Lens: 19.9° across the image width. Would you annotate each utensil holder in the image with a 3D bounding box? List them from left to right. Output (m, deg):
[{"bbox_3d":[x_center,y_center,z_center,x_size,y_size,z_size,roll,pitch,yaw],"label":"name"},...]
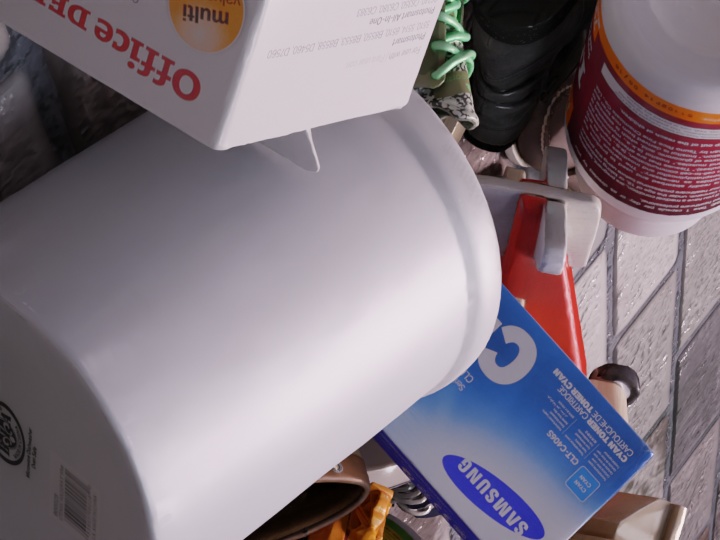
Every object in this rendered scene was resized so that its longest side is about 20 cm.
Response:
[{"bbox_3d":[-0.069,0.020,0.820,0.200,0.169,0.171,-35,147,-38],"label":"utensil holder"}]

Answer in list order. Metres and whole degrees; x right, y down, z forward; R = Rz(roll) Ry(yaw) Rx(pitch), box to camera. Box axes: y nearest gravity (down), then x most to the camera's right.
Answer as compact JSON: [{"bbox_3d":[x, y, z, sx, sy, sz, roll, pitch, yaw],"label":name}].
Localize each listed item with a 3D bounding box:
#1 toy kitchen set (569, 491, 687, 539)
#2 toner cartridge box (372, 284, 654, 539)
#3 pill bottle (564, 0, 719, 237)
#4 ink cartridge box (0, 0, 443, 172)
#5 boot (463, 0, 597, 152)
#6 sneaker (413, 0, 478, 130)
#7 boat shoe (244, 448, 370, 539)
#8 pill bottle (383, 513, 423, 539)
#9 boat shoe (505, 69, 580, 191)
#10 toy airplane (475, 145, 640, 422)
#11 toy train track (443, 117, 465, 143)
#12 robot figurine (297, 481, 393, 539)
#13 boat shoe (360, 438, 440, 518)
[{"bbox_3d":[0.075,0.175,1.126,0.180,0.200,0.164,26,78,-24],"label":"toy kitchen set"},{"bbox_3d":[0.042,0.049,1.007,0.095,0.200,0.043,-42,175,-11],"label":"toner cartridge box"},{"bbox_3d":[0.168,-0.095,1.082,0.113,0.113,0.200,-50,168,-20],"label":"pill bottle"},{"bbox_3d":[-0.040,-0.142,0.725,0.125,0.128,0.201,-19,134,-55],"label":"ink cartridge box"},{"bbox_3d":[0.119,-0.164,1.117,0.200,0.068,0.131,-46,163,-21],"label":"boot"},{"bbox_3d":[0.030,-0.102,0.959,0.077,0.088,0.201,4,114,-64],"label":"sneaker"},{"bbox_3d":[-0.084,0.118,0.967,0.199,0.072,0.076,-26,144,-17],"label":"boat shoe"},{"bbox_3d":[-0.042,0.206,1.153,0.199,0.111,0.112,-11,128,-59],"label":"pill bottle"},{"bbox_3d":[0.141,-0.076,1.245,0.072,0.059,0.200,-59,157,0],"label":"boat shoe"},{"bbox_3d":[0.075,0.030,1.135,0.200,0.140,0.201,25,60,-76],"label":"toy airplane"},{"bbox_3d":[0.000,0.000,1.087,0.201,0.032,0.115,-63,166,0],"label":"toy train track"},{"bbox_3d":[-0.051,0.183,1.023,0.058,0.144,0.201,-36,-148,48],"label":"robot figurine"},{"bbox_3d":[0.027,0.117,1.228,0.200,0.074,0.093,-26,133,-53],"label":"boat shoe"}]
